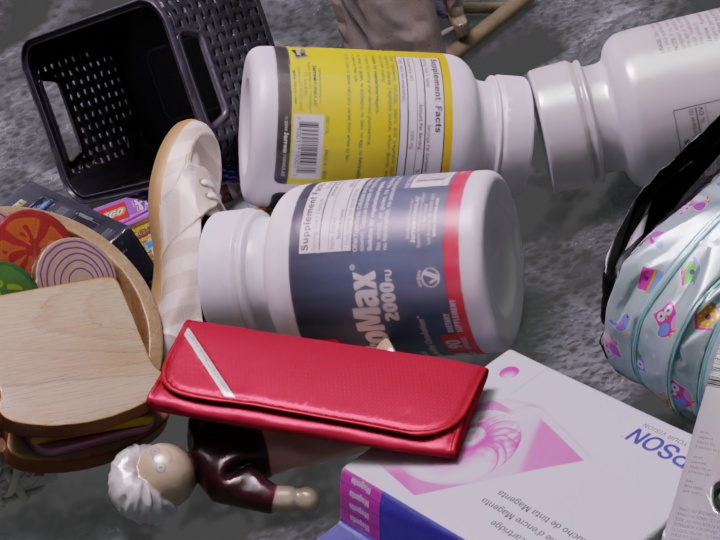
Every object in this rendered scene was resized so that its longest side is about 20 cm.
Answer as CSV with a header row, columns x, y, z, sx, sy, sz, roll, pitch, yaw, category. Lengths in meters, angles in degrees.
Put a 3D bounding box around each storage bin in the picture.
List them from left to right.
x,y,z,sx,sy,sz,roll,pitch,yaw,category
-0.155,-0.138,1.566,0.093,0.136,0.199,-25,11,-38,storage bin

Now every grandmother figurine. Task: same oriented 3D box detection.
x,y,z,sx,sy,sz,roll,pitch,yaw,category
-0.064,0.104,1.289,0.199,0.061,0.121,-21,38,-10,grandmother figurine

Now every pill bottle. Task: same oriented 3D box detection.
x,y,z,sx,sy,sz,roll,pitch,yaw,category
0.000,0.000,1.365,0.199,0.120,0.120,-4,34,19,pill bottle
0.017,-0.098,1.450,0.198,0.113,0.113,2,31,-9,pill bottle
0.224,-0.120,1.456,0.199,0.115,0.115,-13,32,3,pill bottle

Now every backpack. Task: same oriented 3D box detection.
x,y,z,sx,sy,sz,roll,pitch,yaw,category
0.238,0.001,1.235,0.200,0.168,0.126,-37,43,-20,backpack

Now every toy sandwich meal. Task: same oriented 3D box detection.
x,y,z,sx,sy,sz,roll,pitch,yaw,category
-0.209,0.034,1.316,0.204,0.070,0.206,11,56,-16,toy sandwich meal

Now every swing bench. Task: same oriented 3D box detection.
x,y,z,sx,sy,sz,roll,pitch,yaw,category
0.035,-0.258,1.667,0.129,0.200,0.200,2,36,26,swing bench

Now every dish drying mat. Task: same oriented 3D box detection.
x,y,z,sx,sy,sz,roll,pitch,yaw,category
-0.027,0.070,1.257,0.199,0.018,0.077,7,43,18,dish drying mat

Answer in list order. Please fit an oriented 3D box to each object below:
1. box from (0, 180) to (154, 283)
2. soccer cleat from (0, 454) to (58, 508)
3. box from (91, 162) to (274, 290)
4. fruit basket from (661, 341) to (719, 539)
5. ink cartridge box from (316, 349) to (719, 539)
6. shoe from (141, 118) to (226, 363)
x,y,z,sx,sy,sz,roll,pitch,yaw,category
-0.262,0.029,1.458,0.200,0.051,0.157,-42,35,-20,box
-0.248,0.127,1.325,0.086,0.070,0.200,28,54,34,soccer cleat
-0.096,-0.029,1.524,0.199,0.039,0.137,-19,33,-5,box
0.250,0.131,1.076,0.184,0.094,0.201,8,76,35,fruit basket
0.086,0.139,1.191,0.199,0.044,0.196,-33,37,-28,ink cartridge box
-0.113,-0.009,1.419,0.053,0.070,0.201,-3,70,22,shoe
